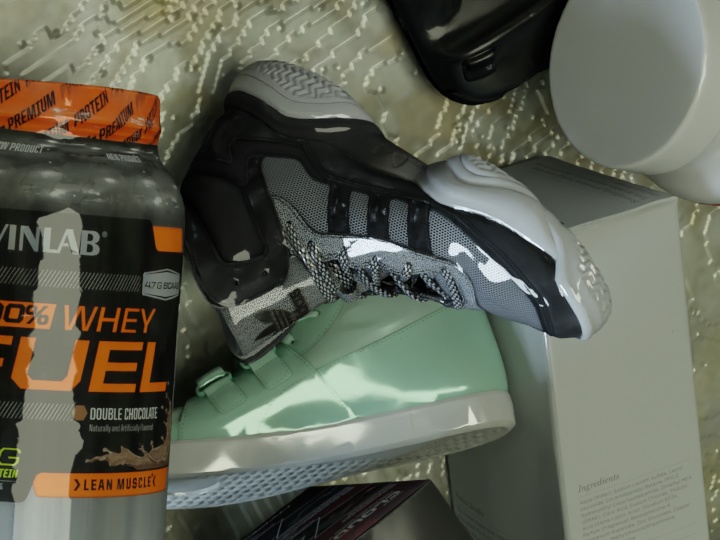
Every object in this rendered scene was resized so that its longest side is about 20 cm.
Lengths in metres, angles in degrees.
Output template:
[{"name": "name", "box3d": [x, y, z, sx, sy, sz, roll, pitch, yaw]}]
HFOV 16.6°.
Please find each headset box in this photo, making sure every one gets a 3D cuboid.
[{"name": "headset box", "box3d": [0.020, 0.168, 1.036, 0.075, 0.200, 0.149, -36, 96, -17]}]

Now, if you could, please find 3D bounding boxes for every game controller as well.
[{"name": "game controller", "box3d": [0.097, -0.163, 1.123, 0.200, 0.042, 0.105, -35, 102, -18]}]

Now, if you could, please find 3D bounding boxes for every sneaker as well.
[{"name": "sneaker", "box3d": [-0.041, 0.034, 1.080, 0.199, 0.074, 0.119, -11, 75, -8]}, {"name": "sneaker", "box3d": [0.000, 0.000, 1.015, 0.114, 0.200, 0.076, -50, 152, -17]}]

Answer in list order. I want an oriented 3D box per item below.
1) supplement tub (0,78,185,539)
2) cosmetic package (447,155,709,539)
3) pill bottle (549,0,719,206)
[{"name": "supplement tub", "box3d": [-0.133, 0.027, 0.974, 0.122, 0.122, 0.201, 3, 90, -30]}, {"name": "cosmetic package", "box3d": [0.093, 0.058, 1.126, 0.081, 0.113, 0.201, -15, 111, -25]}, {"name": "pill bottle", "box3d": [0.187, -0.084, 1.123, 0.199, 0.116, 0.116, 4, 100, -41]}]
